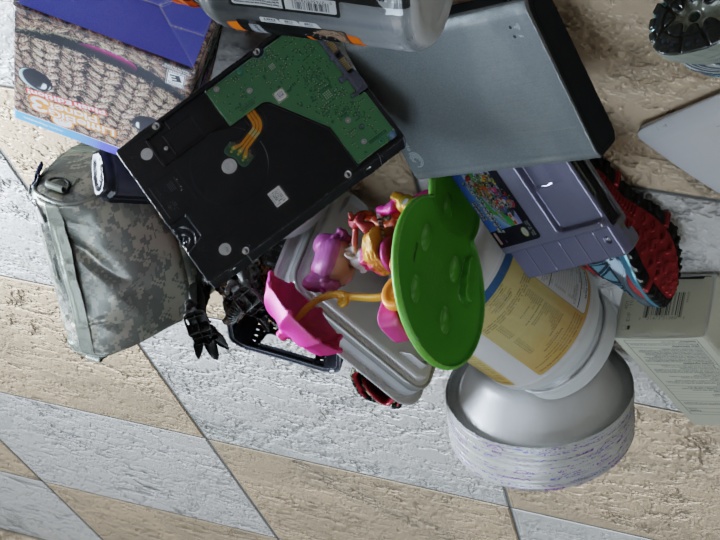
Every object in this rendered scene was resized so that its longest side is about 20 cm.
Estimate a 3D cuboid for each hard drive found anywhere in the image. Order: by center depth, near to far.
[{"bbox_3d":[0.091,-0.144,1.239,0.199,0.033,0.140,-3,125,47],"label":"hard drive"},{"bbox_3d":[-0.081,-0.100,1.278,0.140,0.200,0.038,52,179,10],"label":"hard drive"}]

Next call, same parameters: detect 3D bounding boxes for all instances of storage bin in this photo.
[{"bbox_3d":[-0.072,0.022,1.710,0.134,0.094,0.200,15,157,6],"label":"storage bin"}]

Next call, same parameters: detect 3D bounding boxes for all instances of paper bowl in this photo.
[{"bbox_3d":[0.188,0.130,1.642,0.199,0.201,0.105,8,127,21],"label":"paper bowl"}]

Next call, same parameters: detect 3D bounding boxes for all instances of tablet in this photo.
[{"bbox_3d":[0.332,-0.108,1.246,0.130,0.014,0.200,29,154,-24],"label":"tablet"}]

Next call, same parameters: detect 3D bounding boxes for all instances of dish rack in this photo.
[{"bbox_3d":[0.015,0.016,1.527,0.200,0.172,0.043,40,134,-21],"label":"dish rack"}]

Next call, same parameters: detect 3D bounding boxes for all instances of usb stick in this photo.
[{"bbox_3d":[-0.166,-0.089,1.488,0.199,0.056,0.033,0,172,-41],"label":"usb stick"}]

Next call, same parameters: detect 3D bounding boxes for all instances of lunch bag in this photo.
[{"bbox_3d":[-0.241,-0.031,1.545,0.138,0.168,0.201,8,123,26],"label":"lunch bag"}]

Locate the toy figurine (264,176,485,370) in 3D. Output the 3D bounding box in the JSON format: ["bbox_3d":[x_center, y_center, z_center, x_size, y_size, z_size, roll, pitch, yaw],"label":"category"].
[{"bbox_3d":[0.000,0.000,1.385,0.183,0.201,0.150,-9,144,32],"label":"toy figurine"}]

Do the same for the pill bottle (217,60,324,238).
[{"bbox_3d":[-0.078,-0.104,1.406,0.115,0.116,0.200,16,163,5],"label":"pill bottle"}]

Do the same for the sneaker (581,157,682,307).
[{"bbox_3d":[0.215,-0.040,1.415,0.095,0.080,0.200,-4,139,51],"label":"sneaker"}]

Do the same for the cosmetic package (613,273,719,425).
[{"bbox_3d":[0.346,0.083,1.570,0.105,0.071,0.200,-2,149,36],"label":"cosmetic package"}]

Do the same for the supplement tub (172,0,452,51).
[{"bbox_3d":[-0.037,-0.228,1.114,0.199,0.123,0.123,11,155,18],"label":"supplement tub"}]

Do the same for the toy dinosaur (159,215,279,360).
[{"bbox_3d":[-0.133,0.005,1.519,0.199,0.136,0.102,25,128,-30],"label":"toy dinosaur"}]

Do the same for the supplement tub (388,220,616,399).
[{"bbox_3d":[0.139,0.026,1.504,0.200,0.145,0.144,35,151,-33],"label":"supplement tub"}]

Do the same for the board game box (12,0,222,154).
[{"bbox_3d":[-0.210,-0.190,1.348,0.158,0.097,0.200,20,156,-3],"label":"board game box"}]

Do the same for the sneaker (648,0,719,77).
[{"bbox_3d":[0.304,-0.172,1.077,0.199,0.078,0.086,3,165,45],"label":"sneaker"}]

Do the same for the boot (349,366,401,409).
[{"bbox_3d":[0.044,0.082,1.678,0.073,0.155,0.204,9,155,18],"label":"boot"}]

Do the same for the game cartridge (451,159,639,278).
[{"bbox_3d":[0.133,-0.085,1.316,0.129,0.038,0.200,-19,113,48],"label":"game cartridge"}]
